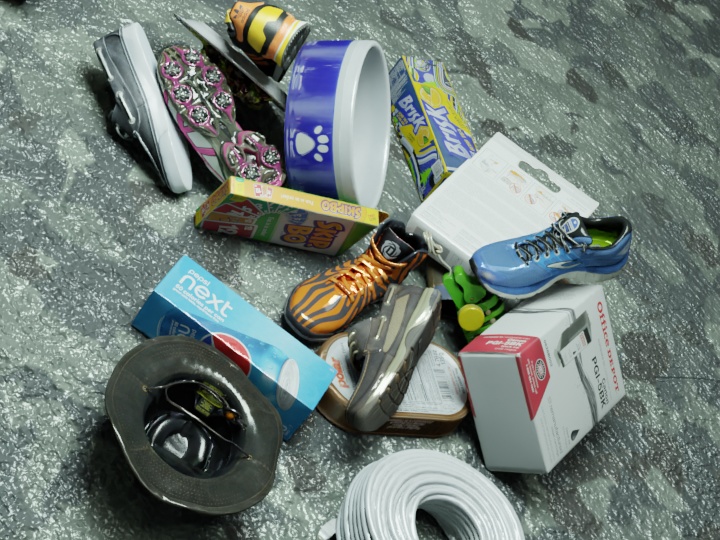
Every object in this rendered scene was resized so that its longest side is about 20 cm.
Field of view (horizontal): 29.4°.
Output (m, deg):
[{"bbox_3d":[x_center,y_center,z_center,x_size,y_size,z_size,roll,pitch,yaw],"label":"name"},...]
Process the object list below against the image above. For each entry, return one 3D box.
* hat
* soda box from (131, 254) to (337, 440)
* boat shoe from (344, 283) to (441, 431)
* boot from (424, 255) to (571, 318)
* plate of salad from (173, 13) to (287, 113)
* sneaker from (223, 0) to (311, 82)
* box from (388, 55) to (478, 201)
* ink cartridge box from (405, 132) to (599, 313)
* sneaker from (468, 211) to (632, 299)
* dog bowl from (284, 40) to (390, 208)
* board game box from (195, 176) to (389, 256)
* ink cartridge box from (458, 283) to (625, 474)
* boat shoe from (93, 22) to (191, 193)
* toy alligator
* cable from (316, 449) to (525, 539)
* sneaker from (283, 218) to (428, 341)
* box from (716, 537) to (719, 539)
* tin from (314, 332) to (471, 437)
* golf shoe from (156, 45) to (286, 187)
[{"bbox_3d":[-0.170,0.160,1.287,0.200,0.081,0.201,27,37,-22],"label":"hat"},{"bbox_3d":[-0.127,0.079,1.397,0.200,0.064,0.068,37,42,-2],"label":"soda box"},{"bbox_3d":[0.022,0.089,1.449,0.073,0.075,0.200,18,44,15],"label":"boat shoe"},{"bbox_3d":[0.165,0.033,1.650,0.200,0.075,0.097,20,54,-7],"label":"boot"},{"bbox_3d":[-0.148,-0.227,1.610,0.200,0.048,0.200,41,1,-1],"label":"plate of salad"},{"bbox_3d":[-0.110,-0.268,1.548,0.090,0.070,0.200,31,0,-6],"label":"sneaker"},{"bbox_3d":[0.094,-0.182,1.782,0.070,0.064,0.200,5,53,-32],"label":"box"},{"bbox_3d":[0.170,-0.060,1.645,0.161,0.050,0.200,37,50,10],"label":"ink cartridge box"},{"bbox_3d":[0.215,-0.029,1.544,0.200,0.089,0.079,-12,54,-18],"label":"sneaker"},{"bbox_3d":[-0.023,-0.164,1.578,0.079,0.200,0.200,3,42,13],"label":"dog bowl"},{"bbox_3d":[-0.074,-0.057,1.529,0.200,0.096,0.030,9,65,-29],"label":"board game box"},{"bbox_3d":[0.208,0.117,1.541,0.200,0.083,0.147,-33,114,-47],"label":"ink cartridge box"},{"bbox_3d":[-0.246,-0.174,1.532,0.072,0.068,0.200,4,66,-83],"label":"boat shoe"},{"bbox_3d":[0.132,0.033,1.560,0.059,0.054,0.200,-92,159,-67],"label":"toy alligator"},{"bbox_3d":[0.073,0.269,1.369,0.200,0.069,0.200,39,42,-1],"label":"cable"},{"bbox_3d":[0.000,0.000,1.519,0.078,0.112,0.200,46,42,8],"label":"sneaker"},{"bbox_3d":[0.425,0.398,1.469,0.200,0.124,0.148,46,42,6],"label":"box"},{"bbox_3d":[0.034,0.123,1.496,0.200,0.042,0.112,6,47,-31],"label":"tin"},{"bbox_3d":[-0.168,-0.157,1.540,0.073,0.092,0.200,-35,91,-28],"label":"golf shoe"}]
